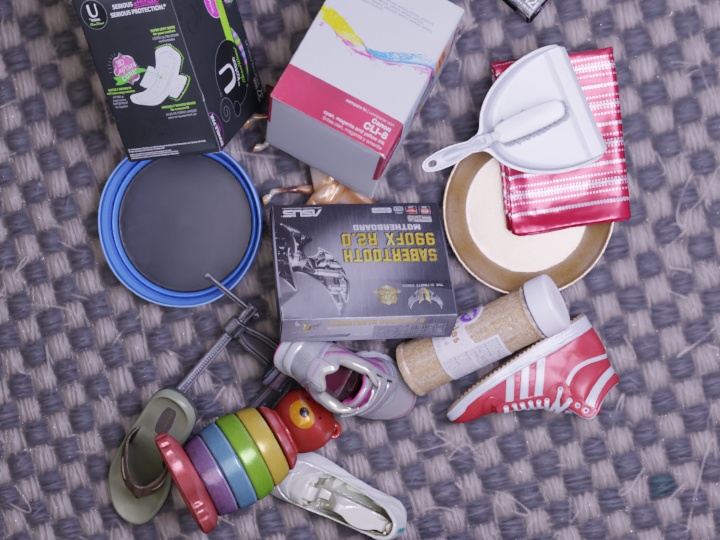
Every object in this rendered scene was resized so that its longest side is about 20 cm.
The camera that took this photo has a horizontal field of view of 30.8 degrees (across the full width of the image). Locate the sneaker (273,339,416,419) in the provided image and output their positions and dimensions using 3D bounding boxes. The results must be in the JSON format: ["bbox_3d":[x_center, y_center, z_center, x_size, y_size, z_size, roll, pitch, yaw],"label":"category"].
[{"bbox_3d":[-0.006,0.134,1.491,0.199,0.088,0.082,23,103,-38],"label":"sneaker"}]

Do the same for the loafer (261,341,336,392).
[{"bbox_3d":[-0.035,0.068,1.532,0.063,0.072,0.201,39,85,-11],"label":"loafer"}]

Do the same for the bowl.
[{"bbox_3d":[-0.213,-0.057,1.562,0.198,0.039,0.203,0,94,6],"label":"bowl"}]

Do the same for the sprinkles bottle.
[{"bbox_3d":[0.140,0.076,1.500,0.199,0.068,0.069,-27,90,19],"label":"sprinkles bottle"}]

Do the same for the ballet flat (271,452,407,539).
[{"bbox_3d":[-0.037,0.266,1.550,0.198,0.069,0.070,24,95,4],"label":"ballet flat"}]

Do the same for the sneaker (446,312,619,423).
[{"bbox_3d":[0.205,0.149,1.516,0.199,0.071,0.113,-34,86,5],"label":"sneaker"}]

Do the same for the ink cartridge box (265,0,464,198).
[{"bbox_3d":[0.004,-0.215,1.448,0.144,0.145,0.201,27,74,3],"label":"ink cartridge box"}]

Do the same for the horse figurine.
[{"bbox_3d":[-0.060,-0.131,1.535,0.131,0.050,0.202,-14,90,3],"label":"horse figurine"}]

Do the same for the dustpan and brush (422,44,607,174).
[{"bbox_3d":[0.161,-0.153,1.449,0.198,0.057,0.141,-24,90,6],"label":"dustpan and brush"}]

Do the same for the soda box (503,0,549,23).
[{"bbox_3d":[0.143,-0.377,1.494,0.200,0.063,0.071,43,96,1],"label":"soda box"}]

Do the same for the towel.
[{"bbox_3d":[0.228,-0.146,1.486,0.143,0.022,0.202,-6,92,5],"label":"towel"}]

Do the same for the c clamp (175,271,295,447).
[{"bbox_3d":[-0.171,0.126,1.564,0.170,0.027,0.201,34,97,-16],"label":"c clamp"}]

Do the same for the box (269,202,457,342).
[{"bbox_3d":[0.000,0.000,1.474,0.198,0.049,0.160,-1,55,-8],"label":"box"}]

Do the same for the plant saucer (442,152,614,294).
[{"bbox_3d":[0.195,-0.071,1.521,0.198,0.035,0.202,0,94,5],"label":"plant saucer"}]

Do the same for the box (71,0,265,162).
[{"bbox_3d":[-0.209,-0.246,1.450,0.123,0.149,0.202,-3,120,22],"label":"box"}]

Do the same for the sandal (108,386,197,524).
[{"bbox_3d":[-0.256,0.224,1.553,0.079,0.057,0.202,25,120,2],"label":"sandal"}]

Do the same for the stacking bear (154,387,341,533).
[{"bbox_3d":[-0.120,0.205,1.511,0.199,0.114,0.122,-29,70,-14],"label":"stacking bear"}]
